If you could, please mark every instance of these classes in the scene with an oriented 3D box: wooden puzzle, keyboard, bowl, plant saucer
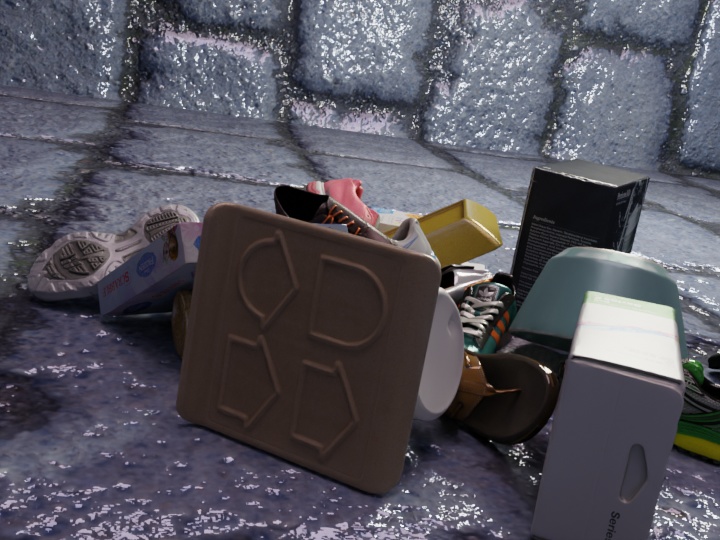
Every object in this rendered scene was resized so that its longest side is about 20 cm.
[{"bbox_3d":[-0.042,0.056,0.689,0.196,0.189,0.046,15,11,19],"label":"wooden puzzle"},{"bbox_3d":[0.250,0.116,0.973,0.197,0.011,0.056,19,19,33],"label":"keyboard"},{"bbox_3d":[0.270,0.040,0.958,0.197,0.107,0.201,14,-7,2],"label":"bowl"},{"bbox_3d":[0.089,-0.038,1.176,0.197,0.049,0.200,-22,12,11],"label":"plant saucer"}]

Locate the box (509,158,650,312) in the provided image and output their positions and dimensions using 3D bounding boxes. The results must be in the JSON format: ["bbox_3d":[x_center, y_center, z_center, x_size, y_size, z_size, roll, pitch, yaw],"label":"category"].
[{"bbox_3d":[0.304,-0.042,1.214,0.122,0.201,0.199,16,17,27],"label":"box"}]

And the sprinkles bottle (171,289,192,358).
[{"bbox_3d":[-0.090,0.050,0.888,0.196,0.070,0.068,-2,18,-25],"label":"sprinkles bottle"}]

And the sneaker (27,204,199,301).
[{"bbox_3d":[-0.271,0.002,0.984,0.196,0.100,0.079,-17,58,-14],"label":"sneaker"}]

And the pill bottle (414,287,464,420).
[{"bbox_3d":[-0.017,0.067,0.771,0.197,0.115,0.112,1,9,32],"label":"pill bottle"}]

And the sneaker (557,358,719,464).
[{"bbox_3d":[0.292,0.118,0.850,0.196,0.087,0.078,14,16,19],"label":"sneaker"}]

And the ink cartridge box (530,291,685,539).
[{"bbox_3d":[0.199,0.115,0.691,0.086,0.148,0.200,12,16,14],"label":"ink cartridge box"}]

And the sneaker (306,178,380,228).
[{"bbox_3d":[-0.011,-0.045,1.109,0.085,0.074,0.203,-16,57,-3],"label":"sneaker"}]

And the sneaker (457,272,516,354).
[{"bbox_3d":[0.130,0.056,0.975,0.070,0.082,0.200,12,19,20],"label":"sneaker"}]

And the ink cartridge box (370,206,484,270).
[{"bbox_3d":[0.102,-0.041,1.338,0.196,0.069,0.115,10,16,4],"label":"ink cartridge box"}]

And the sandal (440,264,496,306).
[{"bbox_3d":[0.102,0.026,1.055,0.205,0.080,0.059,-11,53,-47],"label":"sandal"}]

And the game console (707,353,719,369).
[{"bbox_3d":[0.536,0.150,1.004,0.196,0.119,0.176,6,-15,-14],"label":"game console"}]

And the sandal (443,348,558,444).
[{"bbox_3d":[0.093,0.100,0.796,0.054,0.083,0.199,15,5,-41],"label":"sandal"}]

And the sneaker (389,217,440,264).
[{"bbox_3d":[0.000,0.000,1.007,0.198,0.088,0.074,-30,20,-27],"label":"sneaker"}]

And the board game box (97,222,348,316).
[{"bbox_3d":[-0.143,0.000,0.904,0.197,0.042,0.199,-2,-15,-41],"label":"board game box"}]

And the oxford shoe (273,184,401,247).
[{"bbox_3d":[-0.022,-0.034,0.950,0.198,0.072,0.073,26,-21,29],"label":"oxford shoe"}]
